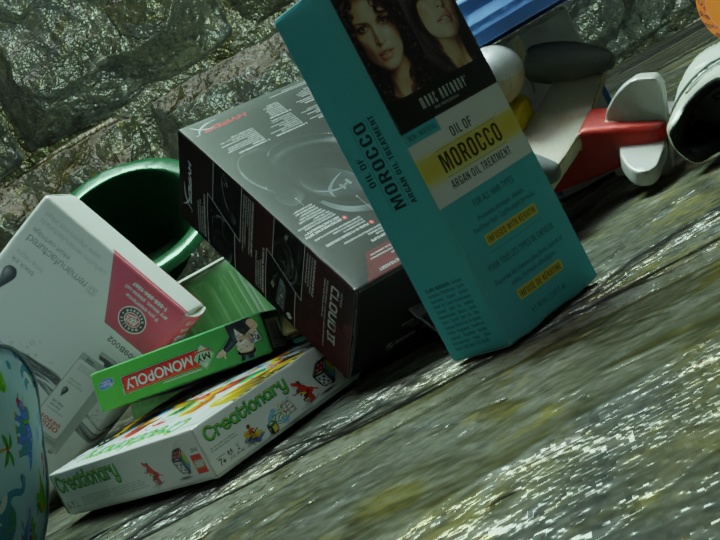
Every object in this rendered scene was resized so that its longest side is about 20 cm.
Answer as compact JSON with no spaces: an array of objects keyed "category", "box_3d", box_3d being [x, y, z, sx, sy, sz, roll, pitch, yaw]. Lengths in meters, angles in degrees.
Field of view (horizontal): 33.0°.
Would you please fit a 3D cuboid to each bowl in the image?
[{"category":"bowl","box_3d":[0.110,-0.206,0.964,0.199,0.040,0.201,-30,5,3]}]

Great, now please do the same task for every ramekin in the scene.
[{"category":"ramekin","box_3d":[-0.137,0.051,1.106,0.198,0.099,0.200,-29,5,3]}]

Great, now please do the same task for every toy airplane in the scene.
[{"category":"toy airplane","box_3d":[0.132,-0.105,0.886,0.198,0.142,0.200,-36,18,-4]}]

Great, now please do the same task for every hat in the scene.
[{"category":"hat","box_3d":[-0.188,0.012,1.121,0.164,0.177,0.200,-27,42,-9]}]

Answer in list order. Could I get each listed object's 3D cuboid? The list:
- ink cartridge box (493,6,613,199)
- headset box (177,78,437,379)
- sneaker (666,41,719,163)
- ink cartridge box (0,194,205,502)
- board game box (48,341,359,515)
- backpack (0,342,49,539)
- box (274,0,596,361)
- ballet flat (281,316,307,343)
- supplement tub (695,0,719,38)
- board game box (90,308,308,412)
[{"category":"ink cartridge box","box_3d":[0.165,-0.147,1.123,0.083,0.146,0.200,-28,4,-1]},{"category":"headset box","box_3d":[0.000,-0.035,0.764,0.148,0.200,0.078,-28,-36,-31]},{"category":"sneaker","box_3d":[0.277,-0.121,0.753,0.199,0.076,0.088,-31,15,50]},{"category":"ink cartridge box","box_3d":[-0.239,0.064,0.946,0.201,0.146,0.083,-51,1,4]},{"category":"board game box","box_3d":[-0.104,0.101,0.780,0.126,0.035,0.199,-32,5,-41]},{"category":"backpack","box_3d":[-0.266,0.121,0.722,0.145,0.186,0.200,-5,2,0]},{"category":"box","box_3d":[0.041,-0.062,0.635,0.082,0.202,0.049,-32,6,-37]},{"category":"ballet flat","box_3d":[0.000,0.000,0.845,0.070,0.072,0.199,-25,-4,32]},{"category":"supplement tub","box_3d":[0.499,-0.354,1.457,0.199,0.124,0.122,-31,5,-29]},{"category":"board game box","box_3d":[-0.089,0.057,0.888,0.133,0.029,0.200,-21,-4,18]}]
